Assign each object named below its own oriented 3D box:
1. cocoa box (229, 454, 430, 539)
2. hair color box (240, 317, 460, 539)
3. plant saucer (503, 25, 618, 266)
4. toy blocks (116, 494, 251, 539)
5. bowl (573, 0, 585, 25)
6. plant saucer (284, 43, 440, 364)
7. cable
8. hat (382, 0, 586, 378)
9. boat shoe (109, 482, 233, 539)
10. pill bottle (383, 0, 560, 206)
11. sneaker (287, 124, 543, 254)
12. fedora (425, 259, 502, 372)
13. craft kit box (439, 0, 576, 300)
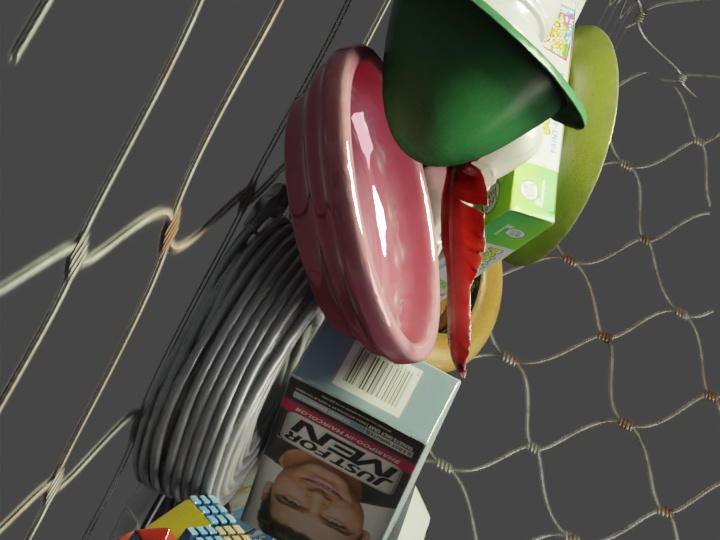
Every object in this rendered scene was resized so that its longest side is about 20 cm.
[{"bbox_3d":[-0.041,0.203,1.784,0.133,0.132,0.200,-21,-166,17],"label":"cocoa box"},{"bbox_3d":[-0.010,0.123,1.517,0.061,0.099,0.200,-59,174,-35],"label":"hair color box"},{"bbox_3d":[0.140,-0.103,1.794,0.200,0.031,0.201,-51,-149,46],"label":"plant saucer"},{"bbox_3d":[-0.121,0.201,1.407,0.200,0.100,0.137,6,124,-55],"label":"toy blocks"},{"bbox_3d":[0.140,-0.231,1.926,0.202,0.090,0.201,-62,174,-11],"label":"bowl"},{"bbox_3d":[0.000,-0.038,1.407,0.200,0.051,0.201,-10,90,-75],"label":"plant saucer"},{"bbox_3d":[-0.077,0.063,1.477,0.200,0.069,0.200,-60,173,-28],"label":"cable"},{"bbox_3d":[0.029,-0.080,1.408,0.176,0.166,0.200,-49,-149,-2],"label":"hat"},{"bbox_3d":[-0.120,0.167,1.561,0.200,0.068,0.072,-58,172,-37],"label":"boat shoe"},{"bbox_3d":[0.070,-0.134,1.661,0.200,0.111,0.111,-60,173,-24],"label":"pill bottle"},{"bbox_3d":[0.052,-0.048,1.549,0.200,0.085,0.073,-22,-156,31],"label":"sneaker"},{"bbox_3d":[0.039,-0.008,1.919,0.082,0.201,0.201,-12,-147,40],"label":"fedora"},{"bbox_3d":[0.098,-0.096,1.795,0.200,0.048,0.198,142,-43,-58],"label":"craft kit box"}]
